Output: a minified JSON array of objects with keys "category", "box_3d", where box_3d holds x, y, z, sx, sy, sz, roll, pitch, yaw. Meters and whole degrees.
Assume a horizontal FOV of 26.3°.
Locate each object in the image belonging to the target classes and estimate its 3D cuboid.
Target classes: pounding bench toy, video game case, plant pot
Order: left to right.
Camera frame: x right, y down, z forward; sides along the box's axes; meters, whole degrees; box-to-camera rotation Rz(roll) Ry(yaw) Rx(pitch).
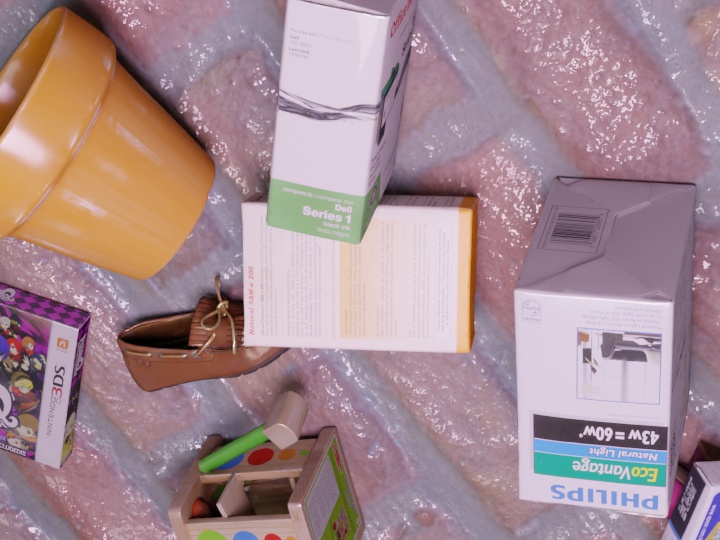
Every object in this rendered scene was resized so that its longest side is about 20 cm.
[{"category":"video game case","box_3d":[-0.377,0.093,1.547,0.198,0.036,0.182,18,122,5]},{"category":"plant pot","box_3d":[-0.232,-0.090,1.316,0.183,0.201,0.200,33,125,-23]},{"category":"pounding bench toy","box_3d":[-0.105,0.210,1.484,0.155,0.124,0.201,-5,118,19]}]

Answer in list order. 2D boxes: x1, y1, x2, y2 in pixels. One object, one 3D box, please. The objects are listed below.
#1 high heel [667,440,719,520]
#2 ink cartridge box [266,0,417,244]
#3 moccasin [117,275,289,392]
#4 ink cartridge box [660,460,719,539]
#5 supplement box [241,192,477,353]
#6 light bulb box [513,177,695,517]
[{"category":"high heel","box_3d":[0.239,0.182,1.396,0.199,0.068,0.097,22,113,-1]},{"category":"ink cartridge box","box_3d":[-0.012,-0.147,1.231,0.084,0.146,0.201,13,123,7]},{"category":"moccasin","box_3d":[-0.137,0.055,1.437,0.200,0.074,0.078,-11,124,30]},{"category":"ink cartridge box","box_3d":[0.365,0.254,1.402,0.198,0.047,0.199,0,125,-21]},{"category":"supplement box","box_3d":[0.000,0.000,1.328,0.198,0.074,0.127,2,102,7]},{"category":"light bulb box","box_3d":[0.203,0.058,1.259,0.124,0.199,0.202,5,120,16]}]
